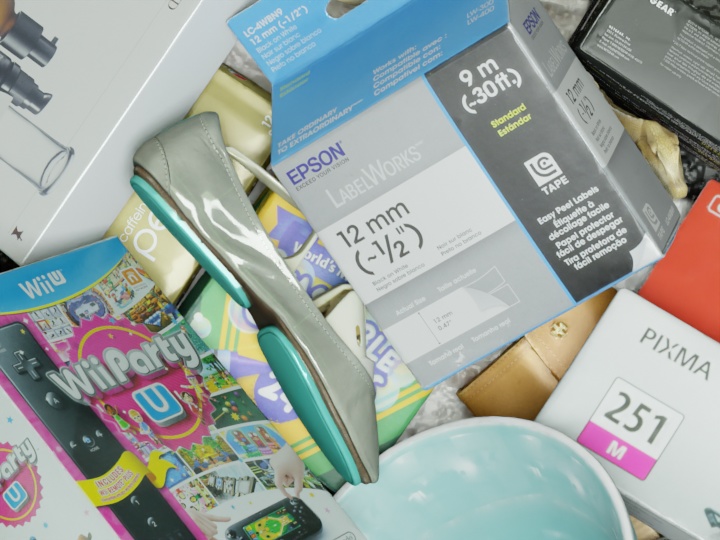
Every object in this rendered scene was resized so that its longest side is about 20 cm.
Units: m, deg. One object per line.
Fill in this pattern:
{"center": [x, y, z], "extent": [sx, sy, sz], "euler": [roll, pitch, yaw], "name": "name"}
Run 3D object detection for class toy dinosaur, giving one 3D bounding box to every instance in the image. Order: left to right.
{"center": [0.084, -0.096, 1.449], "extent": [0.200, 0.101, 0.058], "euler": [29, 75, 11], "name": "toy dinosaur"}

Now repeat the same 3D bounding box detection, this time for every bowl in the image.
{"center": [0.066, 0.183, 1.407], "extent": [0.201, 0.105, 0.201], "euler": [-17, 54, 25], "name": "bowl"}

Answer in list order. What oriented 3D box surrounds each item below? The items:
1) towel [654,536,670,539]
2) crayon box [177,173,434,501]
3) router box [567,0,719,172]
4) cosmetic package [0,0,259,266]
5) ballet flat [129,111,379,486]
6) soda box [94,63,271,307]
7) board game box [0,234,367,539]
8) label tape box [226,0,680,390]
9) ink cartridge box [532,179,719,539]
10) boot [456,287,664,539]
{"center": [0.084, 0.244, 1.444], "extent": [0.192, 0.035, 0.200], "euler": [-20, 55, 20], "name": "towel"}
{"center": [0.000, 0.000, 1.474], "extent": [0.126, 0.052, 0.200], "euler": [36, 84, -9], "name": "crayon box"}
{"center": [0.195, -0.072, 1.438], "extent": [0.200, 0.149, 0.051], "euler": [34, 91, -2], "name": "router box"}
{"center": [-0.150, -0.116, 1.458], "extent": [0.151, 0.052, 0.200], "euler": [36, 94, 28], "name": "cosmetic package"}
{"center": [-0.033, 0.010, 1.410], "extent": [0.064, 0.067, 0.200], "euler": [-37, 96, -12], "name": "ballet flat"}
{"center": [-0.111, -0.014, 1.489], "extent": [0.064, 0.068, 0.200], "euler": [33, 94, 0], "name": "soda box"}
{"center": [-0.112, 0.090, 1.363], "extent": [0.200, 0.148, 0.064], "euler": [49, 122, 12], "name": "board game box"}
{"center": [0.038, -0.063, 1.385], "extent": [0.143, 0.066, 0.200], "euler": [-30, 103, 24], "name": "label tape box"}
{"center": [0.210, 0.065, 1.427], "extent": [0.200, 0.044, 0.174], "euler": [31, 79, 15], "name": "ink cartridge box"}
{"center": [0.161, 0.051, 1.488], "extent": [0.201, 0.071, 0.144], "euler": [-37, 92, 6], "name": "boot"}
